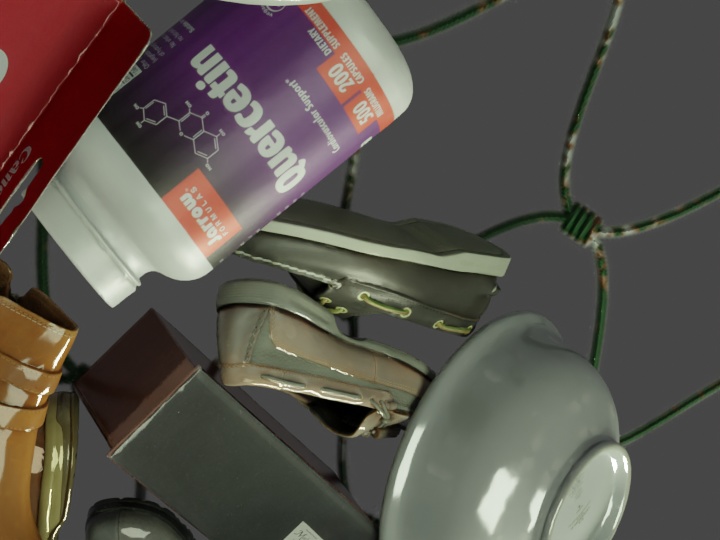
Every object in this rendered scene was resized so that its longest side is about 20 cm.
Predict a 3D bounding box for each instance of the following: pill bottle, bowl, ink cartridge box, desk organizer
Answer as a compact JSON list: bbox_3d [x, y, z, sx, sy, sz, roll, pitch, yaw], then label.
[{"bbox_3d":[-0.076,-0.073,1.031,0.200,0.112,0.113,-40,128,-4],"label":"pill bottle"},{"bbox_3d":[0.106,0.134,1.219,0.201,0.090,0.203,-34,136,-42],"label":"bowl"},{"bbox_3d":[-0.206,-0.082,0.913,0.084,0.176,0.201,31,99,-37],"label":"ink cartridge box"},{"bbox_3d":[-0.075,0.115,1.161,0.072,0.077,0.200,-44,129,0],"label":"desk organizer"}]

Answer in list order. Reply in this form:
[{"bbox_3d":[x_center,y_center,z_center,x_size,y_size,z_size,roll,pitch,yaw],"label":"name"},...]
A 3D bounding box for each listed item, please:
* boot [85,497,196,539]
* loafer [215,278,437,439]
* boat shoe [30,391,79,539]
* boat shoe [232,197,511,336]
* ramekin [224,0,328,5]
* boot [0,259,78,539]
[{"bbox_3d":[-0.128,0.245,1.161,0.069,0.132,0.202,-5,123,10],"label":"boot"},{"bbox_3d":[-0.019,0.068,1.153,0.200,0.071,0.064,33,58,-46],"label":"loafer"},{"bbox_3d":[-0.205,0.159,1.124,0.067,0.072,0.202,7,110,-11],"label":"boat shoe"},{"bbox_3d":[0.000,0.000,1.142,0.200,0.072,0.061,10,107,-36],"label":"boat shoe"},{"bbox_3d":[-0.062,-0.205,0.917,0.199,0.201,0.098,-2,126,-28],"label":"ramekin"},{"bbox_3d":[-0.188,0.090,1.038,0.156,0.200,0.077,-51,171,12],"label":"boot"}]
